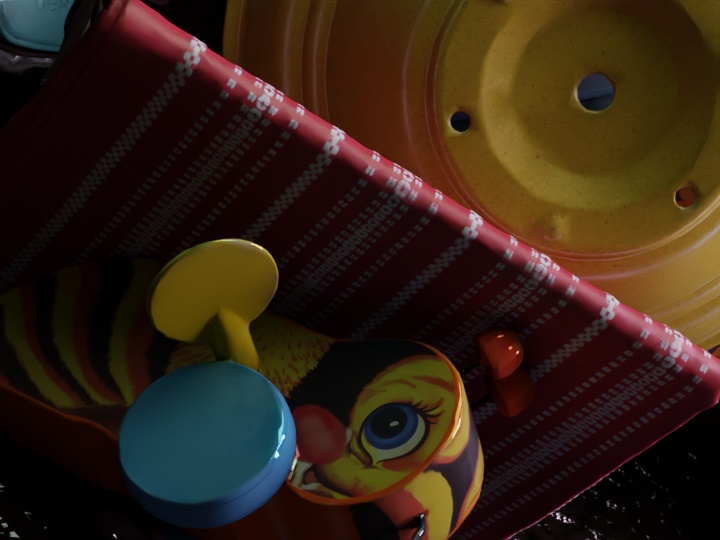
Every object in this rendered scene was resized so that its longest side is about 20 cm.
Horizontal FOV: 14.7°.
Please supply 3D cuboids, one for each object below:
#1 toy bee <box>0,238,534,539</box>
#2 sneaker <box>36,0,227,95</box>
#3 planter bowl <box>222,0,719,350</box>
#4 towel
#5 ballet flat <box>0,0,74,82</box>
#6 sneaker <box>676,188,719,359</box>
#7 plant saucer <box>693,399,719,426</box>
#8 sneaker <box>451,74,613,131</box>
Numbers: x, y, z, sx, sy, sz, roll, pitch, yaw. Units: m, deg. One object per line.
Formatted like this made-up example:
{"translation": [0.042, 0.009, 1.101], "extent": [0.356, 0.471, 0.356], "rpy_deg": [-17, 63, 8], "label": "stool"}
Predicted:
{"translation": [-0.010, 0.050, 0.762], "extent": [0.200, 0.109, 0.131], "rpy_deg": [43, -21, 15], "label": "toy bee"}
{"translation": [-0.050, -0.104, 0.912], "extent": [0.076, 0.200, 0.116], "rpy_deg": [33, 43, -22], "label": "sneaker"}
{"translation": [0.061, -0.054, 0.790], "extent": [0.200, 0.201, 0.083], "rpy_deg": [26, 9, -8], "label": "planter bowl"}
{"translation": [-0.011, 0.005, 0.790], "extent": [0.200, 0.145, 0.023], "rpy_deg": [31, 57, -11], "label": "towel"}
{"translation": [-0.094, -0.098, 1.075], "extent": [0.064, 0.067, 0.200], "rpy_deg": [6, -2, 41], "label": "ballet flat"}
{"translation": [0.124, -0.036, 0.900], "extent": [0.078, 0.200, 0.112], "rpy_deg": [23, 16, -3], "label": "sneaker"}
{"translation": [0.111, 0.007, 1.130], "extent": [0.200, 0.031, 0.200], "rpy_deg": [25, 20, -10], "label": "plant saucer"}
{"translation": [0.052, -0.029, 1.012], "extent": [0.077, 0.202, 0.146], "rpy_deg": [20, 49, -81], "label": "sneaker"}
